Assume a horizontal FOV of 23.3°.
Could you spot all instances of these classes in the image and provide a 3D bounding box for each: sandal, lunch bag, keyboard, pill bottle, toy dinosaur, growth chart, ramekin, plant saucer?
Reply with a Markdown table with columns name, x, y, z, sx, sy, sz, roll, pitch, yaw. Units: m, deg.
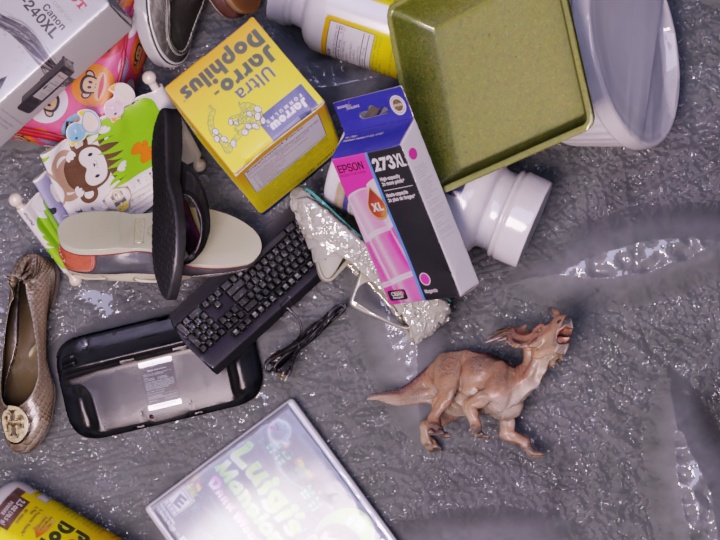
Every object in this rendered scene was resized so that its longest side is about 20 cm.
| name | x | y | z | sx | sy | sz | roll | pitch | yaw |
| --- | --- | --- | --- | --- | --- | --- | --- | --- | --- |
| sandal | -0.169 | -0.066 | 1.664 | 0.048 | 0.075 | 0.200 | 6 | 61 | -19 |
| lunch bag | -0.308 | -0.225 | 1.771 | 0.176 | 0.082 | 0.200 | 11 | 83 | 11 |
| keyboard | -0.079 | 0.027 | 1.716 | 0.127 | 0.021 | 0.200 | 44 | 72 | 9 |
| pill bottle | 0.077 | -0.082 | 1.696 | 0.200 | 0.120 | 0.120 | 24 | 84 | 7 |
| toy dinosaur | 0.114 | 0.104 | 1.688 | 0.200 | 0.086 | 0.136 | 0 | 70 | 21 |
| pill bottle | 0.012 | -0.253 | 1.735 | 0.200 | 0.104 | 0.104 | 20 | 83 | 7 |
| growth chart | -0.251 | -0.094 | 1.731 | 0.200 | 0.145 | 0.018 | -41 | 37 | -4 |
| pill bottle | -0.275 | 0.292 | 1.669 | 0.200 | 0.109 | 0.109 | 28 | 84 | 8 |
| ramekin | 0.223 | -0.209 | 1.673 | 0.094 | 0.202 | 0.202 | -9 | 79 | 34 |
| plant saucer | 0.126 | -0.184 | 1.597 | 0.200 | 0.048 | 0.200 | -23 | 70 | 38 |

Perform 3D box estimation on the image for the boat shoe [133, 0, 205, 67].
| name | x | y | z | sx | sy | sz | roll | pitch | yaw |
| --- | --- | --- | --- | --- | --- | --- | --- | --- | --- |
| boat shoe | -0.177 | -0.296 | 1.721 | 0.064 | 0.071 | 0.200 | 15 | 111 | 35 |

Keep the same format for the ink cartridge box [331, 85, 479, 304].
| name | x | y | z | sx | sy | sz | roll | pitch | yaw |
| --- | --- | --- | --- | --- | --- | --- | --- | --- | --- |
| ink cartridge box | 0.034 | -0.066 | 1.612 | 0.037 | 0.095 | 0.200 | -31 | 105 | -41 |

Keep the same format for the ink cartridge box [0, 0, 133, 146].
| name | x | y | z | sx | sy | sz | roll | pitch | yaw |
| --- | --- | --- | --- | --- | --- | --- | --- | --- | --- |
| ink cartridge box | -0.344 | -0.232 | 1.693 | 0.200 | 0.083 | 0.145 | -42 | 77 | 1 |

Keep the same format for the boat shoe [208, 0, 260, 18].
| name | x | y | z | sx | sy | sz | roll | pitch | yaw |
| --- | --- | --- | --- | --- | --- | --- | --- | --- | --- |
| boat shoe | -0.161 | -0.349 | 1.786 | 0.070 | 0.070 | 0.200 | -19 | 88 | 38 |

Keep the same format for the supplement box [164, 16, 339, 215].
| name | x | y | z | sx | sy | sz | roll | pitch | yaw |
| --- | --- | --- | --- | --- | --- | --- | --- | --- | --- |
| supplement box | -0.099 | -0.144 | 1.678 | 0.109 | 0.200 | 0.110 | -40 | 81 | -3 |

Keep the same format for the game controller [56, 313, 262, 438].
| name | x | y | z | sx | sy | sz | roll | pitch | yaw |
| --- | --- | --- | --- | --- | --- | --- | --- | --- | --- |
| game controller | -0.200 | 0.100 | 1.735 | 0.200 | 0.042 | 0.104 | -13 | 95 | 3 |

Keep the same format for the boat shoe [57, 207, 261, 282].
| name | x | y | z | sx | sy | sz | roll | pitch | yaw |
| --- | --- | --- | --- | --- | --- | --- | --- | --- | --- |
| boat shoe | -0.196 | -0.018 | 1.713 | 0.200 | 0.063 | 0.071 | 2 | 51 | 0 |

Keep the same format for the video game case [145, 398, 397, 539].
| name | x | y | z | sx | sy | sz | roll | pitch | yaw |
| --- | --- | --- | --- | --- | --- | --- | --- | --- | --- |
| video game case | -0.080 | 0.257 | 1.703 | 0.182 | 0.023 | 0.200 | -37 | 80 | -2 |

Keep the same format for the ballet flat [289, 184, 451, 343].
| name | x | y | z | sx | sy | sz | roll | pitch | yaw |
| --- | --- | --- | --- | --- | --- | --- | --- | --- | --- |
| ballet flat | 0.000 | 0.000 | 1.696 | 0.200 | 0.072 | 0.072 | 38 | 86 | -6 |

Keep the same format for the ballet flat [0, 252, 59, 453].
| name | x | y | z | sx | sy | sz | roll | pitch | yaw |
| --- | --- | --- | --- | --- | --- | --- | --- | --- | --- |
| ballet flat | -0.334 | 0.080 | 1.729 | 0.067 | 0.046 | 0.200 | -2 | 78 | 29 |
